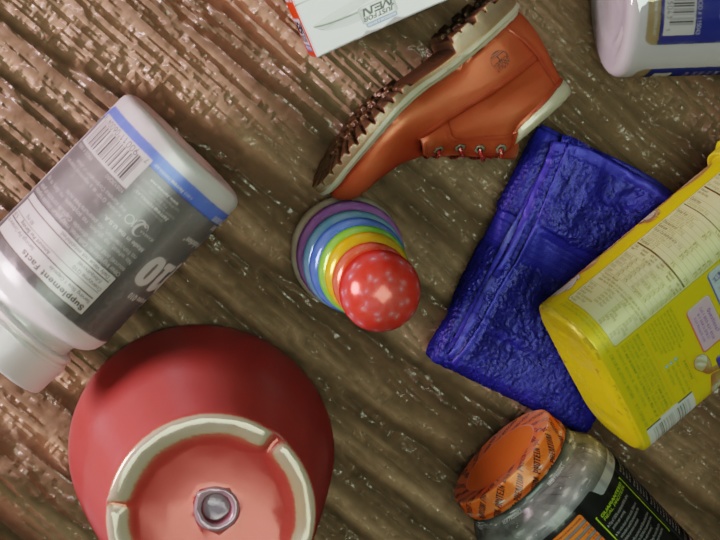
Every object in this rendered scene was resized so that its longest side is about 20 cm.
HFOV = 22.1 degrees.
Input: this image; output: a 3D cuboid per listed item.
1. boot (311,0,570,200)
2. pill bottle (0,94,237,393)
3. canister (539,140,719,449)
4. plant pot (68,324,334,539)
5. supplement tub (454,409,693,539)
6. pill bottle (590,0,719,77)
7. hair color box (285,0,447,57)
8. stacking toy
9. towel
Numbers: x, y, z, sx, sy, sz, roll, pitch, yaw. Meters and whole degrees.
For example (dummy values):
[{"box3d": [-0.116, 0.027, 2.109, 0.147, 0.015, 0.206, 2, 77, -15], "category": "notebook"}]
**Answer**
[{"box3d": [0.060, -0.103, 1.339, 0.200, 0.075, 0.107, -41, 106, 0], "category": "boot"}, {"box3d": [-0.192, -0.017, 1.299, 0.114, 0.114, 0.200, 44, 92, -11], "category": "pill bottle"}, {"box3d": [0.240, 0.018, 1.339, 0.200, 0.087, 0.149, -39, 126, -11], "category": "canister"}, {"box3d": [-0.109, 0.148, 1.304, 0.200, 0.177, 0.201, -1, 99, -7], "category": "plant pot"}, {"box3d": [0.171, 0.206, 1.375, 0.123, 0.123, 0.200, -43, 101, 1], "category": "supplement tub"}, {"box3d": [0.275, -0.201, 1.323, 0.199, 0.120, 0.120, -2, 99, -7], "category": "pill bottle"}, {"box3d": [-0.025, -0.264, 1.305, 0.111, 0.064, 0.200, -24, 100, -4], "category": "hair color box"}, {"box3d": [0.000, 0.000, 1.280, 0.085, 0.200, 0.086, -1, 99, -6], "category": "stacking toy"}, {"box3d": [0.154, 0.010, 1.378, 0.147, 0.050, 0.200, 26, 95, -10], "category": "towel"}]
